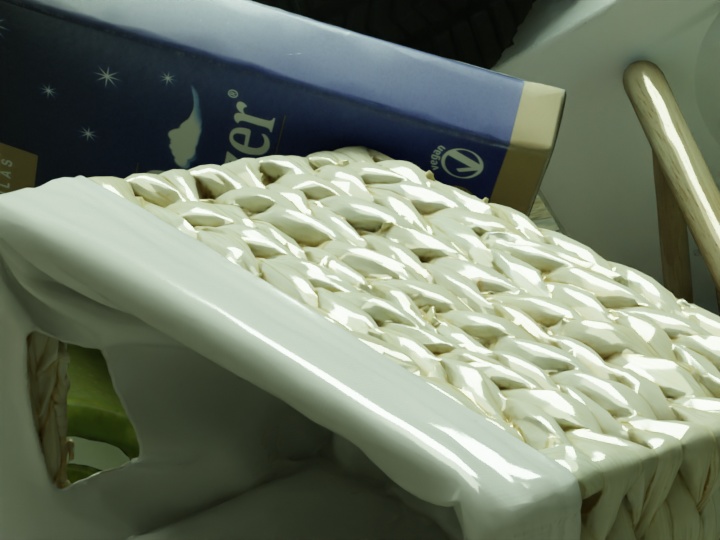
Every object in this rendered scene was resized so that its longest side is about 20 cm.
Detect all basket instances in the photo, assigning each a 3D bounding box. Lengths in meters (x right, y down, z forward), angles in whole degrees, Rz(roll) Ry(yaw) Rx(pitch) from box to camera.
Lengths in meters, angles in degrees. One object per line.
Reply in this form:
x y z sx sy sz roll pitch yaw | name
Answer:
0.008 0.059 0.610 0.123 0.136 0.200 -17 31 -37 | basket

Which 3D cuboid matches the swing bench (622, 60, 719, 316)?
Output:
0.212 0.001 0.827 0.198 0.130 0.200 -14 30 -5 | swing bench

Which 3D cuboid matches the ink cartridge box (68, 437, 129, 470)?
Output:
-0.090 0.067 1.049 0.199 0.084 0.144 -15 8 -4 | ink cartridge box

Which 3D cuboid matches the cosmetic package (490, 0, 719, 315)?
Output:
0.156 -0.078 0.961 0.199 0.200 0.123 -30 34 6 | cosmetic package

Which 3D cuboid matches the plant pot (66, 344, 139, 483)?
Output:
-0.126 0.075 0.791 0.200 0.201 0.184 -17 20 -18 | plant pot

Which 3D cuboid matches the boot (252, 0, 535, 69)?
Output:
-0.002 -0.111 0.894 0.200 0.078 0.138 -33 25 -30 | boot

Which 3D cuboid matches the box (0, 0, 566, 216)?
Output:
-0.051 -0.032 0.725 0.199 0.121 0.032 17 50 1 | box
